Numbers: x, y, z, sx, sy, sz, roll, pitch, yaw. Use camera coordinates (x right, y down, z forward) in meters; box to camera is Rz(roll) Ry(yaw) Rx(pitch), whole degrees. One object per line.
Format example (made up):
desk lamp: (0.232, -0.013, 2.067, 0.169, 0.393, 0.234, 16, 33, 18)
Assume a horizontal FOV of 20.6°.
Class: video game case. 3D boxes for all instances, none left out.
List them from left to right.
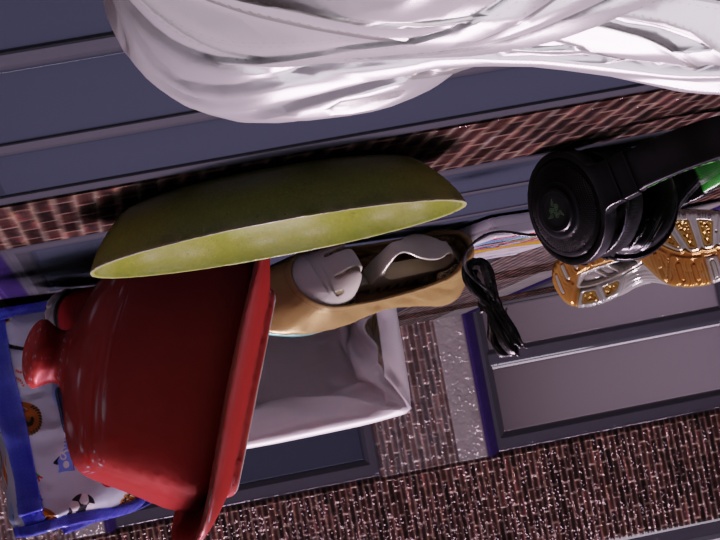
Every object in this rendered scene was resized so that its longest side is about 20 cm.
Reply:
video game case: (0.117, -0.027, 1.611, 0.142, 0.018, 0.200, -9, 176, -27)

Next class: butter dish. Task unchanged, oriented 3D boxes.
butter dish: (-0.143, 0.066, 1.265, 0.146, 0.202, 0.200, 13, 171, -8)

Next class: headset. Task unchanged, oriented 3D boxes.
headset: (0.147, -0.025, 1.156, 0.199, 0.095, 0.123, -26, 169, 27)

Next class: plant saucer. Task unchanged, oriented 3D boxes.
plant saucer: (-0.045, -0.030, 1.025, 0.198, 0.031, 0.200, -11, 177, -1)

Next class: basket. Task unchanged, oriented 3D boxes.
basket: (-0.069, 0.069, 1.619, 0.198, 0.137, 0.123, -10, 178, -5)

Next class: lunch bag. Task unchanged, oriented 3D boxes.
lunch bag: (-0.223, 0.109, 1.489, 0.123, 0.172, 0.200, -14, 175, 10)

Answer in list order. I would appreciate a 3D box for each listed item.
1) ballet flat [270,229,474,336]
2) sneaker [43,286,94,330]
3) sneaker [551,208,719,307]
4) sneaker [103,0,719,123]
ballet flat: (0.000, 0.000, 1.477, 0.199, 0.069, 0.063, -11, 149, -34)
sneaker: (-0.150, 0.030, 1.408, 0.084, 0.078, 0.200, -25, 177, 27)
sneaker: (0.278, -0.024, 1.850, 0.198, 0.076, 0.088, -10, -167, 25)
sneaker: (0.042, -0.072, 0.352, 0.198, 0.079, 0.099, -12, 173, 5)
